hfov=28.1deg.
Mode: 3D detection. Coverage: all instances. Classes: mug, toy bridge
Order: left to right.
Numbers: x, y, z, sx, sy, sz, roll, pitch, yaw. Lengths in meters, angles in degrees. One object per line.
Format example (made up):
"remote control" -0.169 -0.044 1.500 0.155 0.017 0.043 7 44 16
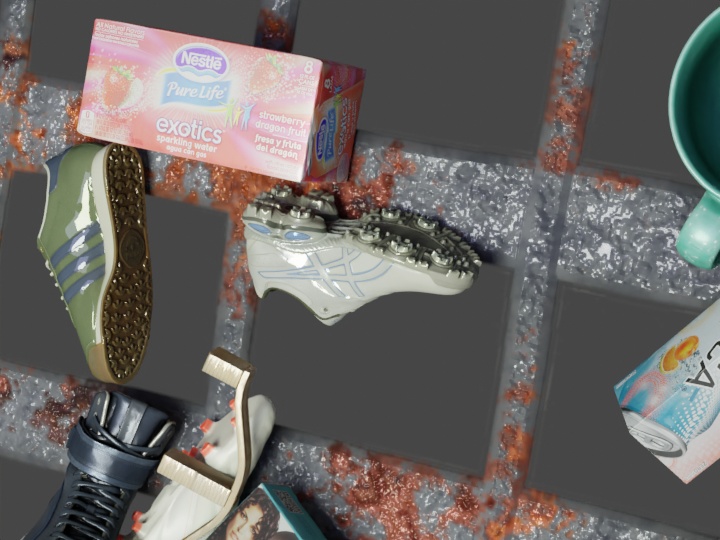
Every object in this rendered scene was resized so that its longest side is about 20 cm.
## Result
"toy bridge" -0.126 0.164 1.130 0.067 0.027 0.201 26 101 7
"mug" 0.281 -0.103 0.980 0.184 0.114 0.153 -27 80 21

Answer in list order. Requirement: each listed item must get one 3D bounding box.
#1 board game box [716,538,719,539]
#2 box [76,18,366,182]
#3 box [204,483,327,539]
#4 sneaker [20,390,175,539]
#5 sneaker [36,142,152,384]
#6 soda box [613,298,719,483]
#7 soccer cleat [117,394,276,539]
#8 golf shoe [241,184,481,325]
"board game box" 0.268 0.294 0.973 0.097 0.159 0.201 -35 77 48
"box" -0.109 -0.133 1.133 0.199 0.103 0.095 13 98 20
"box" -0.112 0.267 1.140 0.200 0.049 0.082 -46 62 10
"sneaker" -0.211 0.177 1.146 0.077 0.202 0.147 28 100 -10
"sneaker" -0.229 -0.009 1.211 0.089 0.067 0.202 3 96 31
"soda box" 0.277 0.055 1.010 0.068 0.064 0.200 41 108 -19
"soccer cleat" -0.125 0.189 1.186 0.077 0.069 0.200 37 100 -16
"golf shoe" 0.000 0.000 1.128 0.199 0.078 0.098 16 116 24
